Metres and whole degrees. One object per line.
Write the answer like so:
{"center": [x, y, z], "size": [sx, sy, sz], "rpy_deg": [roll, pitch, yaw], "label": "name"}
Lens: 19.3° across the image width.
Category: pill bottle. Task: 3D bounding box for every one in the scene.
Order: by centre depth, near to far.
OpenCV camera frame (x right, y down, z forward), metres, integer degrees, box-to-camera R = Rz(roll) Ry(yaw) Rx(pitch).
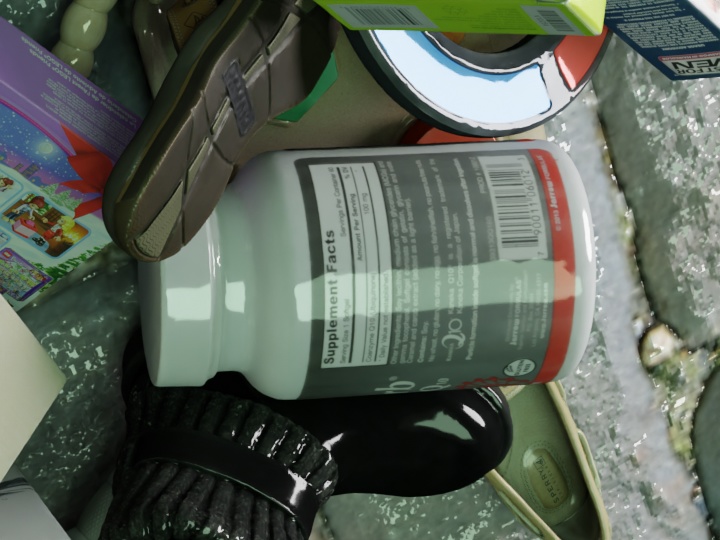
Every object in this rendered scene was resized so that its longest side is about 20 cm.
{"center": [0.000, 0.000, 0.983], "size": [0.198, 0.116, 0.117], "rpy_deg": [-3, 112, -12], "label": "pill bottle"}

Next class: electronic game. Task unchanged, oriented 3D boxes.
{"center": [0.056, -0.163, 0.988], "size": [0.199, 0.041, 0.202], "rpy_deg": [0, 89, -42], "label": "electronic game"}

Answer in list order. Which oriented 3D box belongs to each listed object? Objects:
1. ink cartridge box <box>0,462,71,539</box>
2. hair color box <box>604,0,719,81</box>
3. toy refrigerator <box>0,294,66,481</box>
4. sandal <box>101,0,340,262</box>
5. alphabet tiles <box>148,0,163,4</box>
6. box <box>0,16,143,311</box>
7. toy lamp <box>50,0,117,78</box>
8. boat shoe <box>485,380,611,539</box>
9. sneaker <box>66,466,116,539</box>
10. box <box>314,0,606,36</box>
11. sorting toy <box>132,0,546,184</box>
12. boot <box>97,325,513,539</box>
{"center": [-0.176, 0.175, 0.961], "size": [0.082, 0.200, 0.148], "rpy_deg": [-11, 115, -24], "label": "ink cartridge box"}
{"center": [0.129, -0.176, 0.995], "size": [0.199, 0.060, 0.101], "rpy_deg": [30, 67, -46], "label": "hair color box"}
{"center": [-0.209, 0.001, 0.884], "size": [0.070, 0.075, 0.200], "rpy_deg": [-59, 139, -26], "label": "toy refrigerator"}
{"center": [-0.065, -0.086, 0.921], "size": [0.201, 0.054, 0.082], "rpy_deg": [-59, 153, -31], "label": "sandal"}
{"center": [-0.071, -0.223, 0.895], "size": [0.167, 0.008, 0.201], "rpy_deg": [-34, 129, -34], "label": "alphabet tiles"}
{"center": [-0.197, -0.061, 0.910], "size": [0.136, 0.039, 0.200], "rpy_deg": [-33, 127, 30], "label": "box"}
{"center": [-0.106, -0.156, 0.943], "size": [0.058, 0.058, 0.202], "rpy_deg": [13, 103, -29], "label": "toy lamp"}
{"center": [0.077, 0.075, 1.110], "size": [0.073, 0.063, 0.201], "rpy_deg": [-31, 124, -4], "label": "boat shoe"}
{"center": [-0.057, 0.157, 1.084], "size": [0.199, 0.076, 0.092], "rpy_deg": [32, 90, -33], "label": "sneaker"}
{"center": [0.054, -0.201, 0.889], "size": [0.048, 0.121, 0.202], "rpy_deg": [29, 69, -60], "label": "box"}
{"center": [0.001, -0.077, 1.037], "size": [0.199, 0.036, 0.187], "rpy_deg": [-22, 118, -16], "label": "sorting toy"}
{"center": [-0.021, 0.106, 1.005], "size": [0.209, 0.158, 0.080], "rpy_deg": [7, 124, -11], "label": "boot"}
